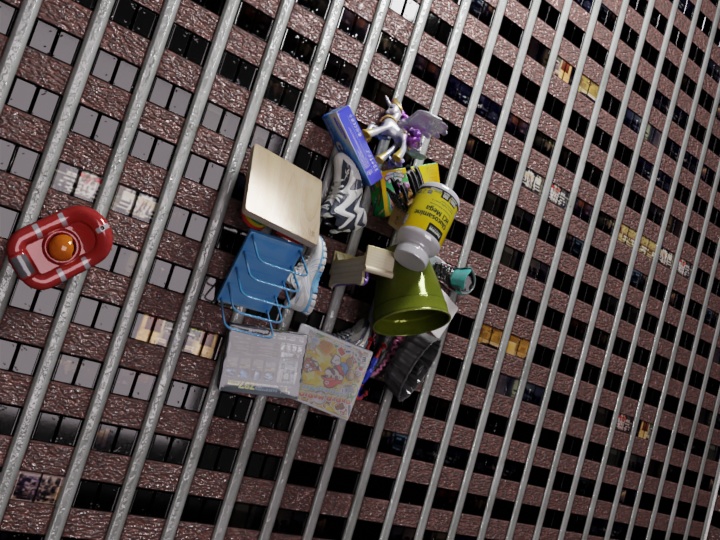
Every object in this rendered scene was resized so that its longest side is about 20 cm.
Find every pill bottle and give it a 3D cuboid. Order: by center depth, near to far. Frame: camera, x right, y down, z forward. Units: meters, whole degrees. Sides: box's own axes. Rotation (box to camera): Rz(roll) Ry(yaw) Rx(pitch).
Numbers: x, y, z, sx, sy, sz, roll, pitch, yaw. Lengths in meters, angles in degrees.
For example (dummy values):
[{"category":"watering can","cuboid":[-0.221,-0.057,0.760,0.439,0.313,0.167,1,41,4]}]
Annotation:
[{"category":"pill bottle","cuboid":[0.157,-0.105,1.518,0.112,0.112,0.202,39,64,-26]}]

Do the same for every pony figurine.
[{"category":"pony figurine","cuboid":[0.106,-0.354,1.632,0.192,0.167,0.201,36,53,-3]}]

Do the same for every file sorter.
[{"category":"file sorter","cuboid":[-0.223,0.037,1.436,0.137,0.123,0.202,17,117,-30]}]

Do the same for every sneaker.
[{"category":"sneaker","cuboid":[-0.143,0.005,1.561,0.085,0.075,0.204,13,87,-24]},{"category":"sneaker","cuboid":[-0.063,-0.187,1.584,0.128,0.079,0.203,-24,116,-35]},{"category":"sneaker","cuboid":[-0.053,0.192,1.622,0.085,0.077,0.200,46,74,-17]},{"category":"sneaker","cuboid":[0.062,0.192,1.702,0.095,0.079,0.202,33,88,9]},{"category":"sneaker","cuboid":[0.249,0.013,1.758,0.198,0.120,0.085,25,82,-29]}]

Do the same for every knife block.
[{"category":"knife block","cuboid":[0.151,-0.183,1.634,0.198,0.064,0.178,7,114,-37]}]

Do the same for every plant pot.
[{"category":"plant pot","cuboid":[0.119,0.043,1.590,0.197,0.200,0.196,8,63,-30]}]

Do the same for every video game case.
[{"category":"video game case","cuboid":[-0.091,0.254,1.575,0.197,0.023,0.185,21,89,-2]}]

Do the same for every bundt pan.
[{"category":"bundt pan","cuboid":[0.133,0.250,1.692,0.202,0.075,0.203,-46,155,-28]}]

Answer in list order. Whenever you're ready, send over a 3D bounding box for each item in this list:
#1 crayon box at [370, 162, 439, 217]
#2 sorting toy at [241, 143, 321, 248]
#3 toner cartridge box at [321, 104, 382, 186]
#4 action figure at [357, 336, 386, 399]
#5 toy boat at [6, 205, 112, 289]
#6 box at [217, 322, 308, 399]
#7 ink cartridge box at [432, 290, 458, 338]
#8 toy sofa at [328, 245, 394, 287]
[{"category":"crayon box","cuboid":[0.125,-0.221,1.704,0.197,0.058,0.121,-13,100,-29]},{"category":"sorting toy","cuboid":[-0.193,-0.163,1.475,0.197,0.069,0.203,26,48,-31]},{"category":"toner cartridge box","cuboid":[-0.021,-0.313,1.592,0.043,0.095,0.202,-34,109,-21]},{"category":"action figure","cuboid":[0.001,0.283,1.629,0.064,0.099,0.203,24,104,0]},{"category":"toy boat","cuboid":[-0.596,-0.047,1.256,0.199,0.130,0.132,-32,109,-24]},{"category":"box","cuboid":[-0.235,0.219,1.513,0.197,0.051,0.161,10,88,-18]},{"category":"ink cartridge box","cuboid":[0.170,0.085,1.747,0.200,0.067,0.118,44,73,-24]},{"category":"toy sofa","cuboid":[0.000,0.000,1.567,0.082,0.199,0.099,14,80,-28]}]
